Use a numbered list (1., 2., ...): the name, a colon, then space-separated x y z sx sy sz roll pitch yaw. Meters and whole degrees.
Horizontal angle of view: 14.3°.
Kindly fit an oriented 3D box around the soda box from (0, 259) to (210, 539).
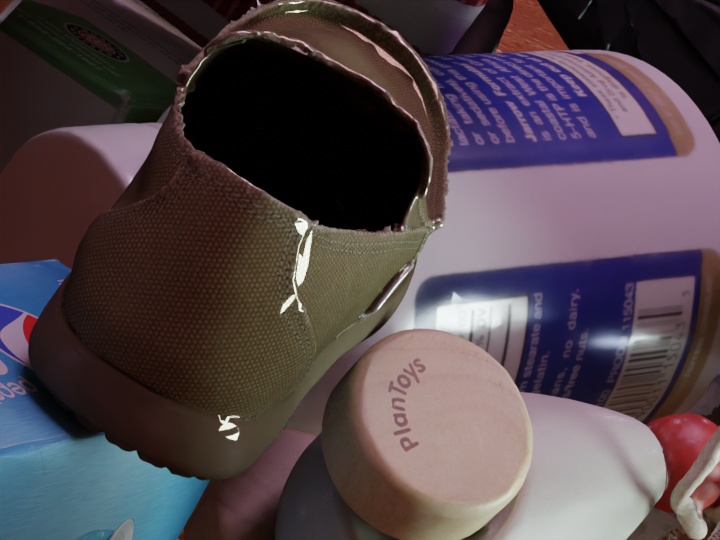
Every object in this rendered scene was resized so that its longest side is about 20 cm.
1. soda box: -0.099 0.046 0.596 0.064 0.068 0.200 33 14 17

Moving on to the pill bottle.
1. pill bottle: 0.000 0.000 0.810 0.199 0.120 0.120 -5 31 -38

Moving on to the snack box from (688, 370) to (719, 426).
1. snack box: 0.152 0.071 0.896 0.116 0.037 0.200 21 13 -31

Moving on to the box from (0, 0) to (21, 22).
1. box: -0.143 -0.160 0.752 0.200 0.152 0.107 41 45 -9

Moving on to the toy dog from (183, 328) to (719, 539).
1. toy dog: 0.057 0.077 0.720 0.198 0.097 0.132 -4 -22 -8

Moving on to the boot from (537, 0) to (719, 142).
1. boot: 0.097 -0.090 1.018 0.199 0.073 0.163 58 -1 14

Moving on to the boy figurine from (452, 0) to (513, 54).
1. boy figurine: -0.045 -0.117 0.962 0.199 0.065 0.124 24 13 -20

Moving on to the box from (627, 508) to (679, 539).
1. box: 0.073 0.071 0.912 0.199 0.039 0.041 29 14 6

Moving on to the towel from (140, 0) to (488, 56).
1. towel: -0.019 -0.122 0.830 0.144 0.200 0.023 37 58 1

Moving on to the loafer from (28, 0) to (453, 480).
1. loafer: -0.013 -0.021 0.659 0.076 0.068 0.200 32 27 -5

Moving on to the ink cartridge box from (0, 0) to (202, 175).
1. ink cartridge box: -0.100 -0.055 0.942 0.145 0.088 0.200 33 15 19
